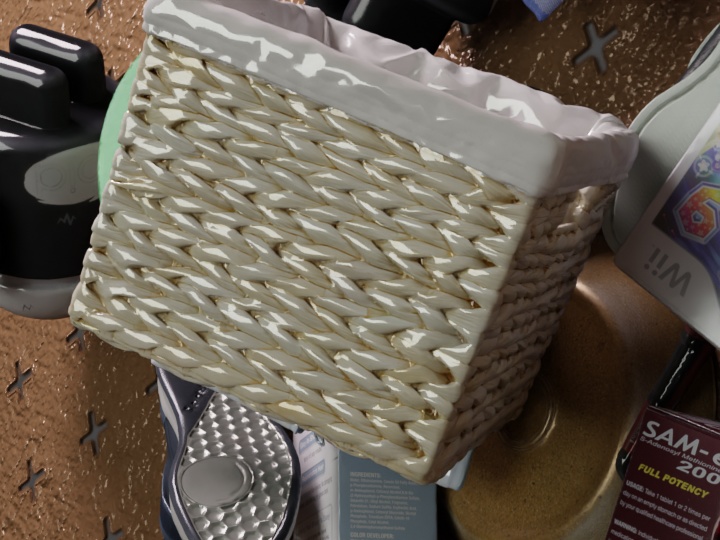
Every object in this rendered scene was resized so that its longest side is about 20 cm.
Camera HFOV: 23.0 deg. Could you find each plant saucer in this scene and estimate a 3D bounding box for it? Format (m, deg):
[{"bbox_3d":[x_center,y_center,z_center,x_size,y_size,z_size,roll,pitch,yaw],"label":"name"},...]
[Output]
[{"bbox_3d":[0.098,0.076,0.941,0.199,0.035,0.203,-17,66,44],"label":"plant saucer"}]

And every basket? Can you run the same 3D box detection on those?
[{"bbox_3d":[0.003,-0.023,0.816,0.198,0.198,0.163,21,101,15],"label":"basket"}]

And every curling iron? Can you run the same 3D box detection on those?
[{"bbox_3d":[0.181,0.027,0.863,0.049,0.026,0.202,24,89,5],"label":"curling iron"}]

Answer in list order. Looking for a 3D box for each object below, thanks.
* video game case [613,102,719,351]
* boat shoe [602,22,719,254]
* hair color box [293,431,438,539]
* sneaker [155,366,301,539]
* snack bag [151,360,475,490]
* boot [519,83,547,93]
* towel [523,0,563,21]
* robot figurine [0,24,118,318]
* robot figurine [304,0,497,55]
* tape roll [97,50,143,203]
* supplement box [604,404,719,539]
[{"bbox_3d":[0.225,-0.042,0.807,0.143,0.018,0.201,40,110,21],"label":"video game case"},{"bbox_3d":[0.192,-0.086,0.869,0.076,0.060,0.201,43,112,16],"label":"boat shoe"},{"bbox_3d":[0.001,0.128,0.989,0.099,0.060,0.202,136,136,-66],"label":"hair color box"},{"bbox_3d":[-0.076,0.150,1.030,0.203,0.076,0.148,-110,17,-58],"label":"sneaker"},{"bbox_3d":[0.000,0.000,0.930,0.198,0.021,0.190,24,96,22],"label":"snack bag"},{"bbox_3d":[0.001,-0.037,0.972,0.198,0.077,0.140,6,79,27],"label":"boot"},{"bbox_3d":[0.114,-0.241,0.857,0.200,0.024,0.147,-44,74,26],"label":"towel"},{"bbox_3d":[-0.219,-0.064,1.222,0.125,0.149,0.202,-127,31,-48],"label":"robot figurine"},{"bbox_3d":[0.045,-0.223,1.015,0.149,0.125,0.201,30,101,4],"label":"robot figurine"},{"bbox_3d":[-0.062,-0.062,1.080,0.198,0.048,0.203,0,90,20],"label":"tape roll"},{"bbox_3d":[0.151,0.171,0.799,0.061,0.108,0.202,19,94,48],"label":"supplement box"}]
